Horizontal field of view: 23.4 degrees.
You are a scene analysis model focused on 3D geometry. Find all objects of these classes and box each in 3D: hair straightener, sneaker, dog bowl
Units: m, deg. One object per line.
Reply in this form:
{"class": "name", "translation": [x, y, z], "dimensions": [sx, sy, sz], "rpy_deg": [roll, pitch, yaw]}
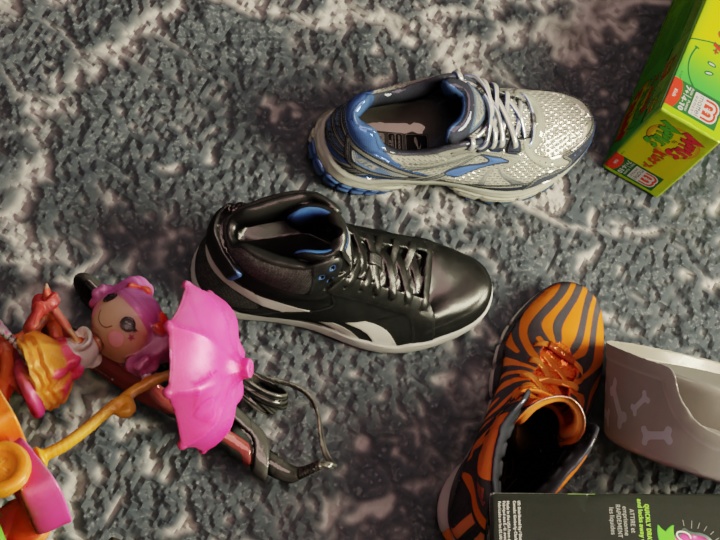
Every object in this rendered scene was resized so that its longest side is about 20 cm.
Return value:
{"class": "hair straightener", "translation": [-0.094, 0.059, 1.061], "dimensions": [0.199, 0.041, 0.077], "rpy_deg": [32, 66, 3]}
{"class": "sneaker", "translation": [0.120, 0.082, 1.075], "dimensions": [0.077, 0.112, 0.202], "rpy_deg": [26, 63, -5]}
{"class": "sneaker", "translation": [0.000, 0.000, 1.071], "dimensions": [0.197, 0.112, 0.074], "rpy_deg": [4, 72, -14]}
{"class": "dog bowl", "translation": [0.240, 0.097, 1.068], "dimensions": [0.198, 0.200, 0.059], "rpy_deg": [13, 94, -11]}
{"class": "sneaker", "translation": [0.070, -0.090, 1.136], "dimensions": [0.198, 0.085, 0.078], "rpy_deg": [-7, 74, -18]}

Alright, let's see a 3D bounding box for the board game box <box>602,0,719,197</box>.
{"class": "board game box", "translation": [0.239, -0.160, 1.197], "dimensions": [0.047, 0.102, 0.201], "rpy_deg": [28, 67, -4]}

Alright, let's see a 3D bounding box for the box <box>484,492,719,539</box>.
{"class": "box", "translation": [0.169, 0.211, 0.996], "dimensions": [0.197, 0.149, 0.126], "rpy_deg": [0, 60, 1]}

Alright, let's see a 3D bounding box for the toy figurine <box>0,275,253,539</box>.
{"class": "toy figurine", "translation": [-0.156, 0.063, 0.985], "dimensions": [0.183, 0.151, 0.200], "rpy_deg": [-27, 51, -16]}

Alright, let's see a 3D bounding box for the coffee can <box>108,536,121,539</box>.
{"class": "coffee can", "translation": [-0.068, 0.248, 0.951], "dimensions": [0.198, 0.146, 0.148], "rpy_deg": [20, 68, -9]}
